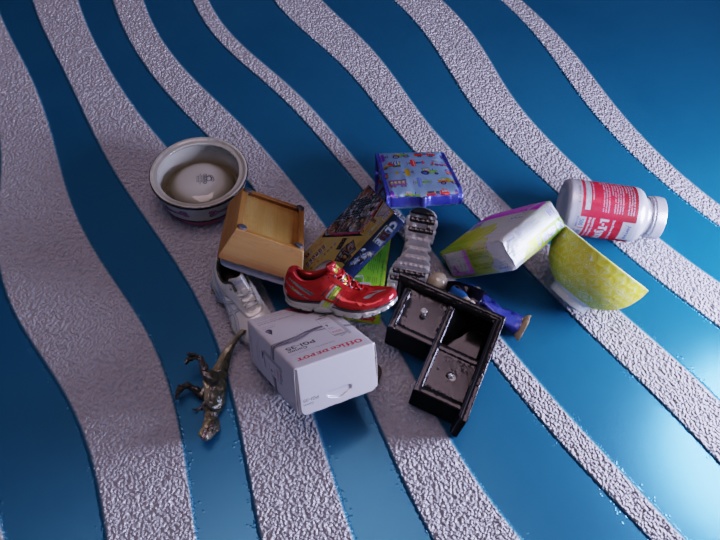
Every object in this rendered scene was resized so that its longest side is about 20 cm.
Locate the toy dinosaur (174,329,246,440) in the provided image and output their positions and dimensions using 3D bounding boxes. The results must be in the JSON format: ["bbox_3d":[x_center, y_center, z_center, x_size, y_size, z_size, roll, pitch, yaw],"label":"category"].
[{"bbox_3d":[-0.259,0.184,1.108,0.087,0.048,0.202,15,61,-8],"label":"toy dinosaur"}]

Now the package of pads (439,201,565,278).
[{"bbox_3d":[0.256,-0.054,1.232,0.154,0.199,0.069,-36,101,-26],"label":"package of pads"}]

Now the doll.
[{"bbox_3d":[0.212,0.057,1.209,0.198,0.049,0.136,29,16,14],"label":"doll"}]

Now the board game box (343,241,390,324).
[{"bbox_3d":[0.000,0.000,1.262,0.100,0.048,0.202,8,54,2],"label":"board game box"}]

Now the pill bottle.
[{"bbox_3d":[0.506,-0.119,1.338,0.197,0.113,0.113,8,54,3],"label":"pill bottle"}]

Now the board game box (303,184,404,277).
[{"bbox_3d":[-0.021,-0.051,1.213,0.200,0.035,0.136,-46,35,7],"label":"board game box"}]

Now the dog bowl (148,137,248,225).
[{"bbox_3d":[-0.327,-0.179,1.356,0.197,0.074,0.202,2,53,-2],"label":"dog bowl"}]

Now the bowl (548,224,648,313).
[{"bbox_3d":[0.419,0.015,1.226,0.200,0.199,0.108,43,105,25],"label":"bowl"}]

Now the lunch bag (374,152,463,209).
[{"bbox_3d":[0.113,-0.168,1.310,0.148,0.095,0.200,-2,23,-5],"label":"lunch bag"}]

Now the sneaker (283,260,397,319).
[{"bbox_3d":[-0.036,0.028,1.106,0.197,0.086,0.077,4,21,8],"label":"sneaker"}]

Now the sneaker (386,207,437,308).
[{"bbox_3d":[0.102,-0.016,1.268,0.074,0.081,0.202,17,74,8],"label":"sneaker"}]

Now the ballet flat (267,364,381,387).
[{"bbox_3d":[-0.061,0.174,1.132,0.197,0.047,0.068,1,53,-3],"label":"ballet flat"}]

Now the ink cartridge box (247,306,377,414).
[{"bbox_3d":[-0.080,0.133,1.074,0.145,0.084,0.199,-15,25,-26],"label":"ink cartridge box"}]

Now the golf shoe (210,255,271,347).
[{"bbox_3d":[-0.211,0.055,1.180,0.078,0.098,0.200,-32,63,-25],"label":"golf shoe"}]

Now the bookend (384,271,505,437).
[{"bbox_3d":[0.116,0.139,1.121,0.198,0.092,0.200,24,63,10],"label":"bookend"}]

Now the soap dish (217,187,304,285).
[{"bbox_3d":[-0.175,-0.068,1.223,0.155,0.082,0.201,18,29,-15],"label":"soap dish"}]
